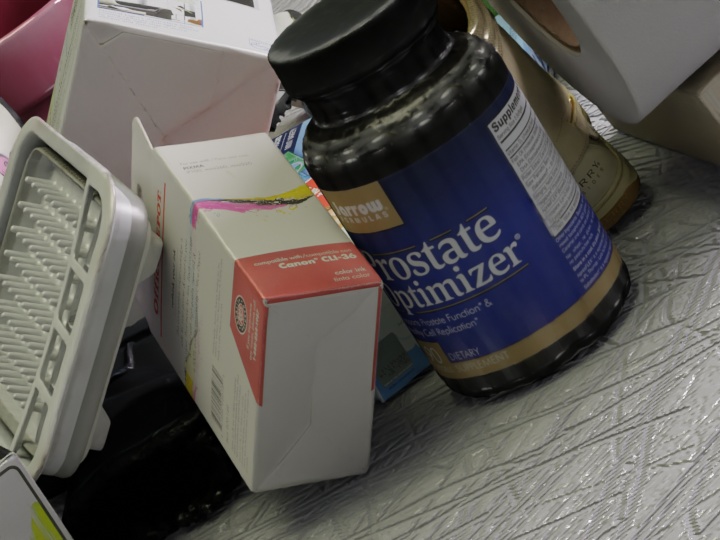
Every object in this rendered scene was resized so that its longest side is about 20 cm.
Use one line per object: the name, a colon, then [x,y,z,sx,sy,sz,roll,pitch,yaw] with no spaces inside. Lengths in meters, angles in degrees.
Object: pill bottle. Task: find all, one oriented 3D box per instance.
pill bottle: [0.041,-0.046,1.328,0.112,0.200,0.112,-29,20,11]

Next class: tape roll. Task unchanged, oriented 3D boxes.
tape roll: [0.123,-0.193,1.355,0.139,0.203,0.203,-42,19,-2]

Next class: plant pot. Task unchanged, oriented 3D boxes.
plant pot: [-0.225,-0.111,1.958,0.200,0.179,0.200,-29,19,11]

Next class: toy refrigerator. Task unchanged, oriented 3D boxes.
toy refrigerator: [0.187,-0.108,1.458,0.076,0.070,0.200,-43,19,-6]

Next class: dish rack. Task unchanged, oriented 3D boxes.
dish rack: [-0.162,0.017,1.440,0.200,0.043,0.172,35,111,63]

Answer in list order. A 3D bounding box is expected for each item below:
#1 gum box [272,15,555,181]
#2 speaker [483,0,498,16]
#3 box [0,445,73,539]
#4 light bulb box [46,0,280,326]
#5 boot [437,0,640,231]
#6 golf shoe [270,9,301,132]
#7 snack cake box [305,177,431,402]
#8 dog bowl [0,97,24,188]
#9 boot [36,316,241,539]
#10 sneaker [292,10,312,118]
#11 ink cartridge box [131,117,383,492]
gum box: [0.027,-0.080,1.682,0.200,0.045,0.170,-28,20,16]
speaker: [0.094,-0.210,1.831,0.088,0.089,0.200,-37,19,-12]
box: [-0.201,0.141,1.395,0.060,0.117,0.200,-36,17,-16]
light bulb box: [-0.132,-0.078,1.665,0.125,0.199,0.200,12,18,-9]
boot: [0.058,-0.105,1.474,0.073,0.155,0.200,-45,30,4]
golf shoe: [-0.111,-0.108,1.821,0.200,0.094,0.078,-55,19,-8]
snack cake box: [0.000,0.000,1.492,0.115,0.067,0.200,-39,19,-13]
dog bowl: [-0.275,-0.018,1.592,0.200,0.200,0.074,-19,-9,36]
boot: [-0.143,0.104,1.471,0.198,0.073,0.163,-31,24,12]
sneaker: [-0.018,-0.133,1.856,0.081,0.075,0.200,-51,24,-21]
ink cartridge box: [-0.059,0.008,1.374,0.067,0.117,0.200,-9,34,-22]
